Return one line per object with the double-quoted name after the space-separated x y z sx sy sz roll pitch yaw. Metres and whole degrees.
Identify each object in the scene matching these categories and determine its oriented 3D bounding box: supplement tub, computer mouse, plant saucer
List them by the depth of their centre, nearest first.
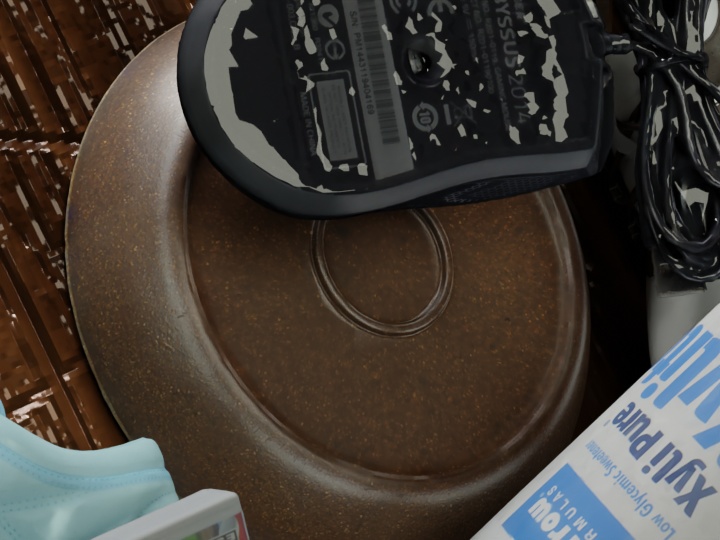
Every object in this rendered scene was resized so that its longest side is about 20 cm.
0.129 0.080 0.916 0.200 0.132 0.132 -43 99 0 "supplement tub"
0.027 -0.057 0.957 0.199 0.053 0.140 -3 83 -26 "computer mouse"
0.000 0.000 0.978 0.199 0.034 0.202 11 68 -28 "plant saucer"

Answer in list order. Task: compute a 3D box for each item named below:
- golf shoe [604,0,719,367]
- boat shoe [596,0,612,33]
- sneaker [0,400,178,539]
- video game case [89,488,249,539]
0.111 -0.031 1.039 0.094 0.078 0.201 25 52 -16 "golf shoe"
0.052 -0.172 1.052 0.070 0.071 0.201 -3 62 9 "boat shoe"
-0.137 0.067 0.849 0.199 0.074 0.083 13 61 -39 "sneaker"
-0.070 0.179 0.837 0.143 0.018 0.201 -22 105 -36 "video game case"
